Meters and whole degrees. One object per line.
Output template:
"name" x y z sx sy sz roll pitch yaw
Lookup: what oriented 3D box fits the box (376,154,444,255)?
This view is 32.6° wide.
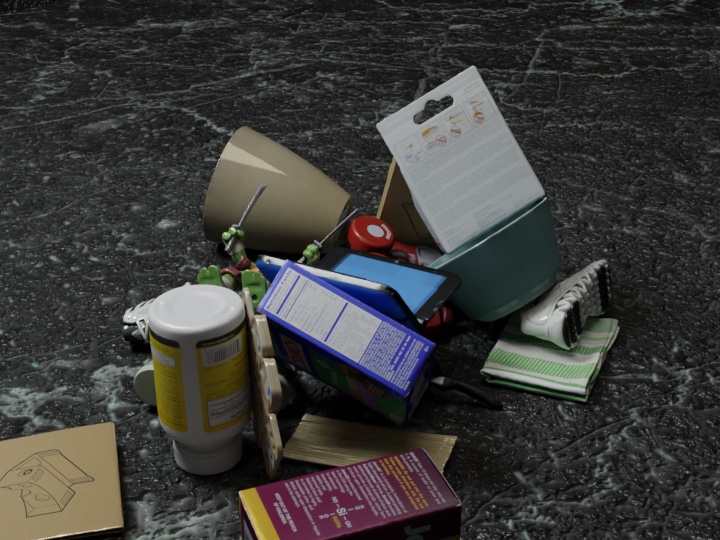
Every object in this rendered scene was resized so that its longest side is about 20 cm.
"box" 0.107 -0.093 1.755 0.161 0.201 0.021 1 49 -14

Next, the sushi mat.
"sushi mat" 0.010 0.208 1.453 0.197 0.012 0.096 7 29 15

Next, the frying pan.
"frying pan" 0.079 0.134 1.555 0.031 0.190 0.115 -54 10 -29

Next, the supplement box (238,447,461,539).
"supplement box" -0.011 0.272 1.199 0.197 0.133 0.103 -11 29 -18

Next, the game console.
"game console" 0.000 0.000 1.518 0.198 0.171 0.120 13 68 28

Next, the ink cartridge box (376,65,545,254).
"ink cartridge box" 0.133 -0.147 1.665 0.161 0.202 0.050 -31 4 -2

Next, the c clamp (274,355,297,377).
"c clamp" -0.155 0.083 1.577 0.199 0.027 0.171 31 7 -29

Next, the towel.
"towel" 0.252 0.105 1.636 0.151 0.024 0.200 9 29 20

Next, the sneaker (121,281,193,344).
"sneaker" -0.257 0.091 1.656 0.114 0.077 0.201 -20 26 -10

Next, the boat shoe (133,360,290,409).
"boat shoe" -0.182 0.134 1.544 0.198 0.071 0.072 4 23 7

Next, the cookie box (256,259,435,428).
"cookie box" -0.016 0.090 1.445 0.198 0.171 0.076 29 74 11

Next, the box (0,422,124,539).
"box" -0.350 0.245 1.370 0.161 0.022 0.200 -8 28 -11

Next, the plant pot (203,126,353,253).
"plant pot" -0.118 -0.103 1.923 0.198 0.189 0.188 20 31 10

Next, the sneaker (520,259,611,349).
"sneaker" 0.284 0.038 1.677 0.080 0.076 0.199 4 23 34

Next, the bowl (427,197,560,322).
"bowl" 0.191 -0.003 1.668 0.199 0.106 0.201 -30 2 1

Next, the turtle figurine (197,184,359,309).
"turtle figurine" -0.133 -0.027 1.682 0.143 0.201 0.194 37 23 8

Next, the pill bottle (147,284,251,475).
"pill bottle" -0.181 0.128 1.410 0.110 0.203 0.112 -1 26 0

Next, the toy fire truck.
"toy fire truck" 0.052 0.024 1.712 0.166 0.113 0.201 12 37 -16

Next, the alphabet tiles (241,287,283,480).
"alphabet tiles" -0.112 0.128 1.394 0.014 0.200 0.198 -8 68 -13
